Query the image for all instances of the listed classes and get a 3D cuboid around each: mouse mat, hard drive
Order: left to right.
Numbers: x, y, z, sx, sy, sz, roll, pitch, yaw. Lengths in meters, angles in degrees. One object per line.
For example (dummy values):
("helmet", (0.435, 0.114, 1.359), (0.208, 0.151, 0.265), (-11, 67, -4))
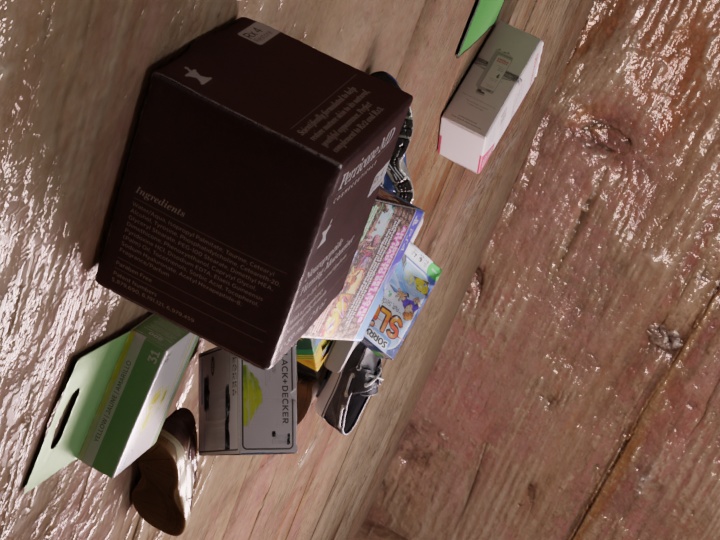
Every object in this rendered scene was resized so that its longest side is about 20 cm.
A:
("hard drive", (0.018, 0.028, 2.009), (0.200, 0.027, 0.132), (-59, 176, -41))
("mouse mat", (0.199, -0.411, 2.270), (0.200, 0.008, 0.161), (-50, 165, -57))

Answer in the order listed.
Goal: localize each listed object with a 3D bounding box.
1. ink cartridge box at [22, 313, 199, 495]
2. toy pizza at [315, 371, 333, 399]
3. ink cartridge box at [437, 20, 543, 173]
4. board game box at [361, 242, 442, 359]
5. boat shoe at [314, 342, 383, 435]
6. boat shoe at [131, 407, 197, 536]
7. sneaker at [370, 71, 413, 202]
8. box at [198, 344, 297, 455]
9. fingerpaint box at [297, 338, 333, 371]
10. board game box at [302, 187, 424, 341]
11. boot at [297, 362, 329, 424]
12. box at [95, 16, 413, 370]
("ink cartridge box", (-0.218, 0.121, 1.379), (0.146, 0.048, 0.200), (-65, 173, 19))
("toy pizza", (-0.021, 0.101, 2.242), (0.200, 0.032, 0.201), (-161, -90, -82))
("ink cartridge box", (0.208, -0.278, 2.450), (0.200, 0.083, 0.147), (-59, 170, -17))
("board game box", (0.000, 0.000, 1.858), (0.200, 0.034, 0.136), (40, 71, -34))
("boat shoe", (0.001, 0.145, 2.122), (0.072, 0.068, 0.200), (-10, 136, -48))
("boat shoe", (-0.204, 0.219, 1.664), (0.072, 0.072, 0.200), (-54, 161, -36))
("sneaker", (0.021, -0.163, 1.833), (0.200, 0.078, 0.089), (87, -8, -47))
("box", (-0.118, 0.132, 1.565), (0.200, 0.060, 0.117), (161, -70, -71))
("fingerpaint box", (-0.039, 0.012, 1.954), (0.200, 0.073, 0.167), (-60, 171, -15))
("board game box", (-0.050, -0.022, 1.553), (0.200, 0.097, 0.160), (9, 109, -60))
("boot", (-0.098, 0.188, 2.143), (0.200, 0.070, 0.146), (-59, 172, -21))
("box", (-0.085, -0.064, 1.217), (0.166, 0.164, 0.200), (-48, 162, -57))
